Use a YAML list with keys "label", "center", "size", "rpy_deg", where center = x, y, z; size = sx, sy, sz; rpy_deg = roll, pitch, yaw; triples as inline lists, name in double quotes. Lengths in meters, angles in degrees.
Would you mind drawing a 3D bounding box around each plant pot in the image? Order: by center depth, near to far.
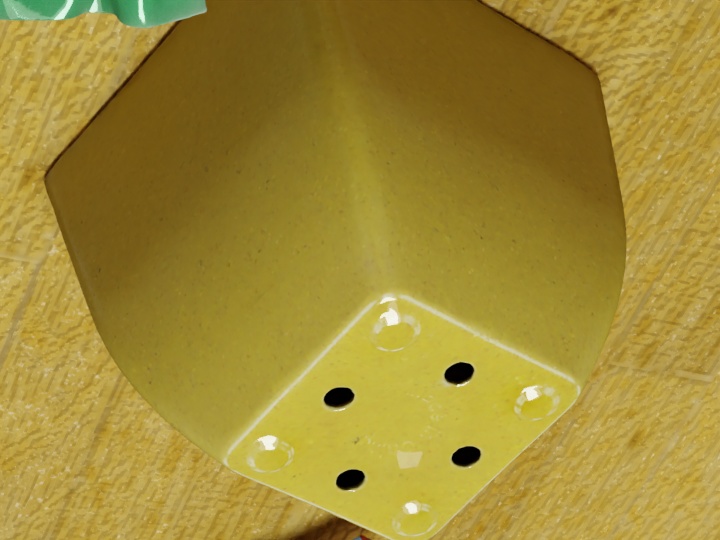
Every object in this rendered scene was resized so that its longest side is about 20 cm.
- label: "plant pot"
  center: [0.000, 0.000, 1.152]
  size: [0.195, 0.200, 0.194]
  rpy_deg: [27, 121, -32]

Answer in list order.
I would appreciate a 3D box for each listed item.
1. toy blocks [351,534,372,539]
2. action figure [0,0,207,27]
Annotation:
- label: "toy blocks"
  center: [-0.024, 0.217, 1.430]
  size: [0.136, 0.100, 0.200]
  rpy_deg: [-29, 133, -2]
- label: "action figure"
  center: [-0.119, -0.196, 1.043]
  size: [0.118, 0.055, 0.201]
  rpy_deg: [-3, 125, -10]
